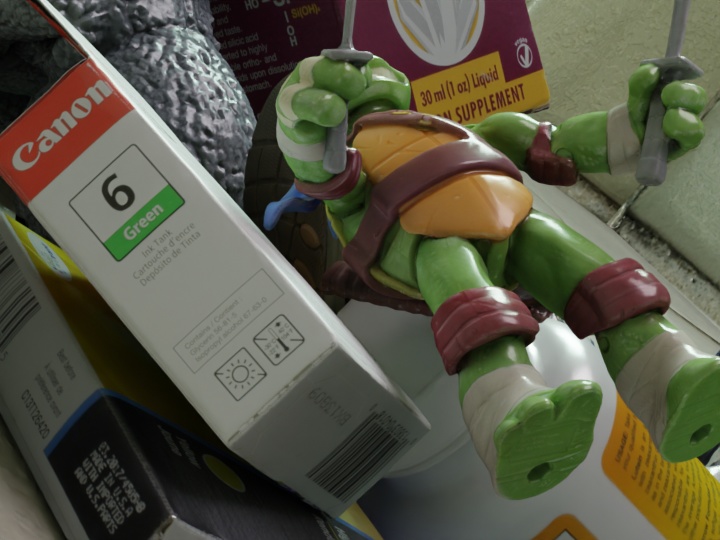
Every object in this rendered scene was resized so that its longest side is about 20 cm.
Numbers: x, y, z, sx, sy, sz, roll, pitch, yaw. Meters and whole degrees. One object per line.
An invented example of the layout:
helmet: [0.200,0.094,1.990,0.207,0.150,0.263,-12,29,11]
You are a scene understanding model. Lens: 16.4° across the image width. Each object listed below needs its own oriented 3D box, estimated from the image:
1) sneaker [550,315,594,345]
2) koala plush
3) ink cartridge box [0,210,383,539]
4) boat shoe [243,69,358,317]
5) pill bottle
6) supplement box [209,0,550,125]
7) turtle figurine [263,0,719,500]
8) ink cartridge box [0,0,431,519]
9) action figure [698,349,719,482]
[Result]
sneaker: [0.086,0.065,1.308,0.200,0.077,0.085,58,25,13]
koala plush: [-0.103,-0.074,1.032,0.177,0.184,0.200,27,27,-57]
ink cartridge box: [-0.036,0.081,0.856,0.200,0.047,0.198,31,11,-37]
boat shoe: [0.000,0.000,0.985,0.075,0.073,0.200,52,-31,43]
pill bottle: [0.069,0.088,0.954,0.200,0.111,0.111,46,3,-31]
supplement box: [-0.010,-0.149,1.143,0.131,0.103,0.200,-24,101,-44]
turtle figurine: [0.052,-0.038,0.809,0.144,0.200,0.194,24,29,-52]
ink cartridge box: [-0.068,-0.014,0.820,0.200,0.050,0.109,47,0,24]
action figure: [0.170,0.105,1.127,0.105,0.200,0.193,38,1,14]
